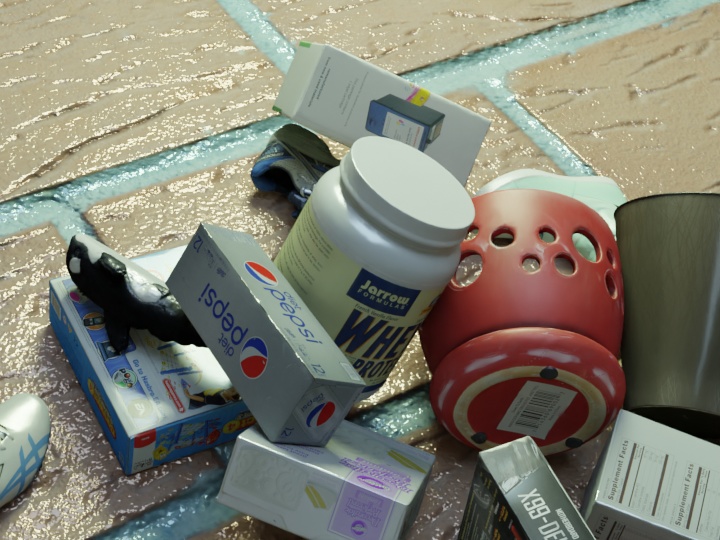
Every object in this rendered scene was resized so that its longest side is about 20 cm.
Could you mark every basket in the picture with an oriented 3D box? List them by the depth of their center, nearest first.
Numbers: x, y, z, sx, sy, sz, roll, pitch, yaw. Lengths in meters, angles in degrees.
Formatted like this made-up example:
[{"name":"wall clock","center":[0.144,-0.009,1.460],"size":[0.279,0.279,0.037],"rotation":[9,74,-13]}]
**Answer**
[{"name":"basket","center":[0.313,0.046,1.316],"size":[0.178,0.136,0.203],"rotation":[2,70,29]}]

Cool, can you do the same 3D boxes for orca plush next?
[{"name":"orca plush","center":[-0.191,0.044,1.248],"size":[0.198,0.072,0.105],"rotation":[30,0,3]}]

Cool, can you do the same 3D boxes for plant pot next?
[{"name":"plant pot","center":[0.145,0.056,1.282],"size":[0.197,0.202,0.184],"rotation":[8,49,-5]}]

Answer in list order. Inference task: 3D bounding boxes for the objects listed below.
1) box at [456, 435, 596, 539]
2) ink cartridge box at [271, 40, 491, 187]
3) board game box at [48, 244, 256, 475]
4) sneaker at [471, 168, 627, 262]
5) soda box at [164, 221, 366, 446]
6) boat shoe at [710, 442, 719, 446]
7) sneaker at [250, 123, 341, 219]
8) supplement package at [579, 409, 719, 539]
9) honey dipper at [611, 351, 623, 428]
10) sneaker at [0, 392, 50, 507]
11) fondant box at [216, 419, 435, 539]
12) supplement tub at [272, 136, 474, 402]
[{"name":"box","center":[0.130,0.253,1.074],"size":[0.049,0.202,0.159],"rotation":[-14,49,-20]},{"name":"ink cartridge box","center":[0.020,-0.163,1.473],"size":[0.198,0.089,0.145],"rotation":[24,4,-15]},{"name":"board game box","center":[-0.163,0.070,1.294],"size":[0.193,0.056,0.201],"rotation":[-15,50,-26]},{"name":"sneaker","center":[0.213,-0.046,1.483],"size":[0.197,0.075,0.119],"rotation":[-5,40,-22]},{"name":"soda box","center":[-0.081,0.050,1.140],"size":[0.063,0.069,0.200],"rotation":[12,29,-46]},{"name":"boat shoe","center":[0.349,0.187,1.288],"size":[0.197,0.067,0.075],"rotation":[25,46,13]},{"name":"sneaker","center":[-0.032,-0.076,1.471],"size":[0.198,0.078,0.085],"rotation":[26,51,25]},{"name":"supplement package","center":[0.291,0.225,1.202],"size":[0.197,0.115,0.110],"rotation":[21,45,7]},{"name":"honey dipper","center":[0.250,0.126,1.354],"size":[0.037,0.038,0.202],"rotation":[15,48,2]},{"name":"sneaker","center":[-0.321,0.165,1.150],"size":[0.071,0.073,0.200],"rotation":[24,43,14]},{"name":"fondant box","center":[-0.021,0.170,1.148],"size":[0.142,0.059,0.200],"rotation":[20,7,7]},{"name":"supplement tub","center":[0.000,0.000,1.226],"size":[0.143,0.201,0.146],"rotation":[23,30,-14]}]
